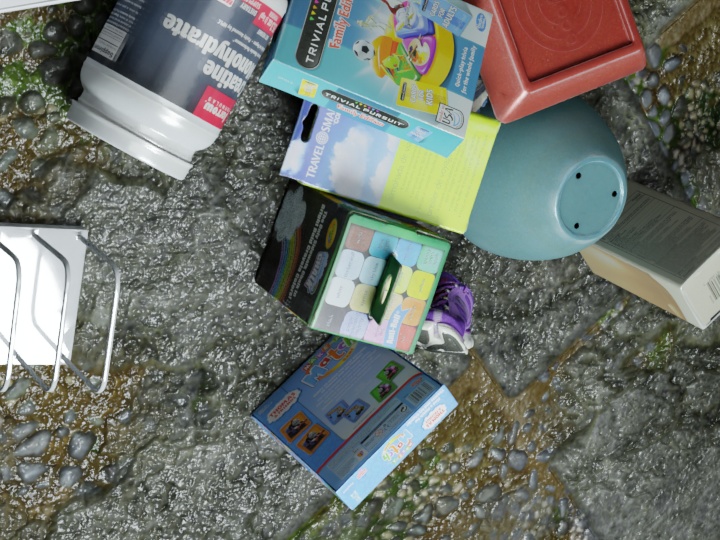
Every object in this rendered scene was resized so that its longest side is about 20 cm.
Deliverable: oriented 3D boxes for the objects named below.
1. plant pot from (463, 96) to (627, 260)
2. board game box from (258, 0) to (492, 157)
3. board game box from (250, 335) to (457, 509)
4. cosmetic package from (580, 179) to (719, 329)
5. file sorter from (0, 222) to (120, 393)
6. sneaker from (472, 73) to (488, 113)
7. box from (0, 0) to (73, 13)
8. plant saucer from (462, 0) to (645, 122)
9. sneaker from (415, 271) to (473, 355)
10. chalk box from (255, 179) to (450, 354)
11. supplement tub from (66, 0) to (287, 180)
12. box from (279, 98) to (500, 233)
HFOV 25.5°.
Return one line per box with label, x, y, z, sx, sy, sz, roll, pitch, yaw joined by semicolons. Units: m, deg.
plant pot;0.211;-0.095;1.724;0.200;0.135;0.201;-10;112;-27
board game box;0.018;-0.216;1.539;0.200;0.047;0.151;21;62;-14
board game box;-0.010;0.143;1.643;0.151;0.200;0.037;-44;124;-9
cosmetic package;0.340;-0.021;1.785;0.105;0.200;0.071;-41;124;-9
file sorter;-0.338;0.038;1.463;0.200;0.124;0.139;2;106;-30
sneaker;0.050;-0.178;1.639;0.200;0.077;0.085;-30;116;-18
box;-0.298;-0.266;1.381;0.200;0.117;0.060;-15;114;-24
plant saucer;0.199;-0.279;1.657;0.200;0.037;0.200;-23;96;-24
sneaker;0.081;0.044;1.692;0.080;0.200;0.084;8;93;7
chalk box;0.000;0.000;1.593;0.124;0.200;0.125;16;99;-29
supplement tub;-0.169;-0.199;1.464;0.140;0.140;0.200;27;93;-34
box;0.027;-0.122;1.586;0.200;0.048;0.122;17;94;-15
